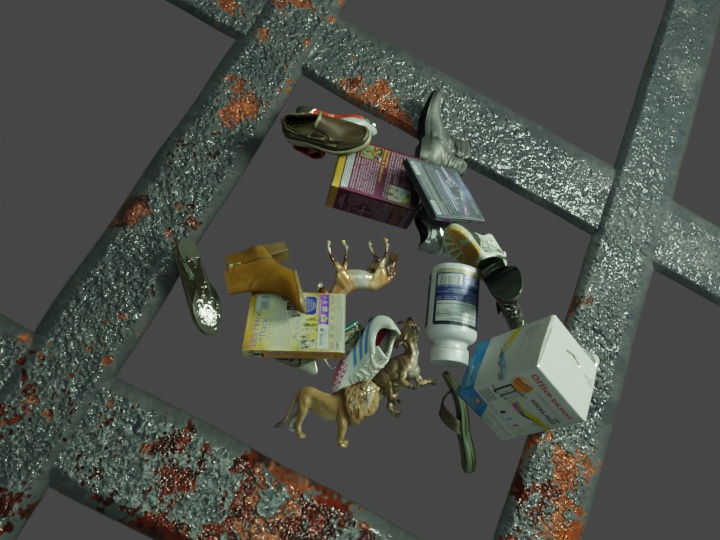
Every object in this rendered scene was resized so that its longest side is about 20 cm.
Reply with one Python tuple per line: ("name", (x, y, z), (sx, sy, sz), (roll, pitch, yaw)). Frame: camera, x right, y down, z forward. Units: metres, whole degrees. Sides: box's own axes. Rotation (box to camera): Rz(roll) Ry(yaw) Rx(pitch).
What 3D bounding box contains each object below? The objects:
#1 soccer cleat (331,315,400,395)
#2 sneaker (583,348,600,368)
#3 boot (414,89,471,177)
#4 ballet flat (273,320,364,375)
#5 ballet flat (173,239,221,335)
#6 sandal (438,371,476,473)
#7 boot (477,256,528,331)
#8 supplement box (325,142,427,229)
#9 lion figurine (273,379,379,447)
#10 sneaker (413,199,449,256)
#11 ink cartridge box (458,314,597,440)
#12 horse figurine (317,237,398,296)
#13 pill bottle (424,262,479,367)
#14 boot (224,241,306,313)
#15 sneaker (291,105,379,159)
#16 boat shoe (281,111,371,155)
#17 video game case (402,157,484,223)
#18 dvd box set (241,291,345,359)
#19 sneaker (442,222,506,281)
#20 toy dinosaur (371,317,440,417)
("soccer cleat", (0.010, 0.182, 1.065), (0.069, 0.086, 0.202), (30, 86, -30))
("sneaker", (0.429, 0.233, 1.173), (0.115, 0.075, 0.200), (39, 60, 7))
("boot", (0.205, -0.323, 1.301), (0.129, 0.070, 0.204), (12, 82, -10))
("ballet flat", (-0.076, 0.168, 1.094), (0.197, 0.068, 0.077), (-19, 94, -18))
("ballet flat", (-0.334, 0.035, 1.093), (0.067, 0.046, 0.203), (-15, 81, -47))
("sandal", (0.190, 0.307, 1.096), (0.056, 0.080, 0.205), (-9, 75, 1))
("boot", (0.312, 0.072, 1.106), (0.068, 0.201, 0.176), (-26, 109, 8))
("supplement box", (0.035, -0.194, 1.200), (0.196, 0.103, 0.133), (16, 68, -5))
("lion figurine", (-0.065, 0.260, 1.029), (0.196, 0.072, 0.125), (7, 82, 9))
("sneaker", (0.156, -0.134, 1.218), (0.080, 0.075, 0.204), (0, 74, -17))
("ink cartridge box", (0.324, 0.211, 1.049), (0.147, 0.199, 0.145), (47, 46, -9))
("horse figurine", (0.000, 0.000, 1.160), (0.196, 0.050, 0.136), (-3, 86, -19))
("pill bottle", (0.192, 0.097, 1.140), (0.109, 0.111, 0.204), (10, 72, -8))
("boot", (-0.195, 0.029, 1.084), (0.142, 0.071, 0.203), (-19, 50, -11))
("sneaker", (-0.061, -0.302, 1.236), (0.197, 0.067, 0.110), (10, 72, -4))
("boat shoe", (-0.078, -0.294, 1.136), (0.198, 0.075, 0.076), (7, 68, 16))
("video game case", (0.182, -0.167, 1.159), (0.198, 0.019, 0.145), (-2, 61, -49))
("dvd box set", (-0.127, 0.107, 1.073), (0.196, 0.030, 0.148), (1, 47, -3))
("sneaker", (0.254, -0.054, 1.201), (0.199, 0.075, 0.089), (39, 53, -30))
("toy dinosaur", (0.068, 0.205, 1.097), (0.199, 0.086, 0.136), (-41, 60, 2))
